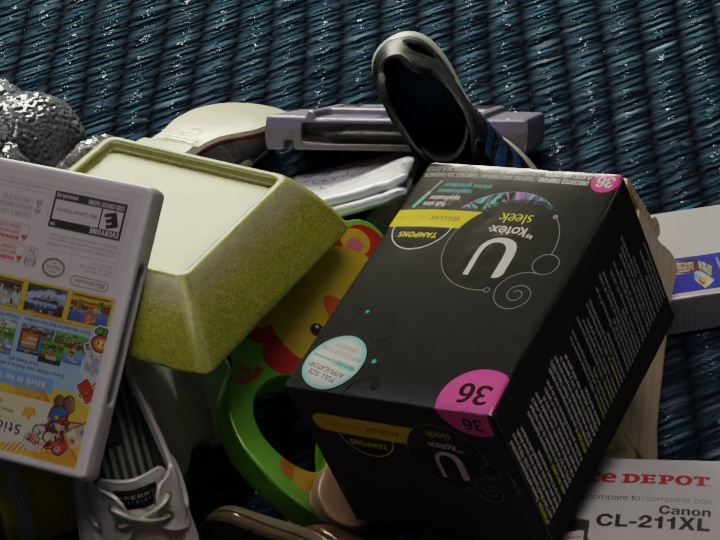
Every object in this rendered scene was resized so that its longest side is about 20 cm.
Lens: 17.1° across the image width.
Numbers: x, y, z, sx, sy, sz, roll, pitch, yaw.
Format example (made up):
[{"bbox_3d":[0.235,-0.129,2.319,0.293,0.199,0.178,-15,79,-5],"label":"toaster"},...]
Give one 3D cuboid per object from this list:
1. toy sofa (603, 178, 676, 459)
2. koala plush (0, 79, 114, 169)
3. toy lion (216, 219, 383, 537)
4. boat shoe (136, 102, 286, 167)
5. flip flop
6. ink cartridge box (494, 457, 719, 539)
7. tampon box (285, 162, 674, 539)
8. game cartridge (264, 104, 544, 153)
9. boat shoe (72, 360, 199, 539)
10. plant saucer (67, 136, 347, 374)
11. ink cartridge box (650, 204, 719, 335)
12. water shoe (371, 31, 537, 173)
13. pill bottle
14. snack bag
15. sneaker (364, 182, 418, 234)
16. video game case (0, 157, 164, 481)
[{"bbox_3d":[0.152,0.045,1.612,0.082,0.098,0.201,-9,52,27],"label":"toy sofa"},{"bbox_3d":[-0.281,-0.077,1.801,0.177,0.185,0.200,25,37,33],"label":"koala plush"},{"bbox_3d":[-0.022,0.061,1.582,0.192,0.069,0.200,43,56,5],"label":"toy lion"},{"bbox_3d":[-0.123,-0.080,1.847,0.071,0.063,0.200,11,25,30],"label":"boat shoe"},{"bbox_3d":[-0.014,0.194,1.494,0.199,0.081,0.057,20,32,37],"label":"flip flop"},{"bbox_3d":[0.148,0.207,1.435,0.145,0.083,0.200,0,40,11],"label":"ink cartridge box"},{"bbox_3d":[0.078,0.049,1.471,0.149,0.127,0.200,5,47,34],"label":"tampon box"},{"bbox_3d":[0.037,-0.110,1.838,0.199,0.039,0.130,1,11,10],"label":"game cartridge"},{"bbox_3d":[-0.146,0.141,1.491,0.073,0.067,0.201,-21,82,-17],"label":"boat shoe"},{"bbox_3d":[-0.138,-0.023,1.547,0.199,0.048,0.200,13,34,23],"label":"plant saucer"},{"bbox_3d":[0.204,0.004,1.715,0.199,0.039,0.100,-7,40,-2],"label":"ink cartridge box"},{"bbox_3d":[0.071,-0.078,1.727,0.071,0.200,0.079,-36,13,17],"label":"water shoe"},{"bbox_3d":[-0.182,0.109,1.586,0.199,0.112,0.112,-21,41,-17],"label":"pill bottle"},{"bbox_3d":[-0.055,-0.047,1.745,0.199,0.022,0.189,-16,8,7],"label":"snack bag"},{"bbox_3d":[0.000,0.000,1.732,0.084,0.075,0.200,-25,8,38],"label":"sneaker"},{"bbox_3d":[-0.231,0.021,1.488,0.199,0.023,0.183,11,85,22],"label":"video game case"}]
